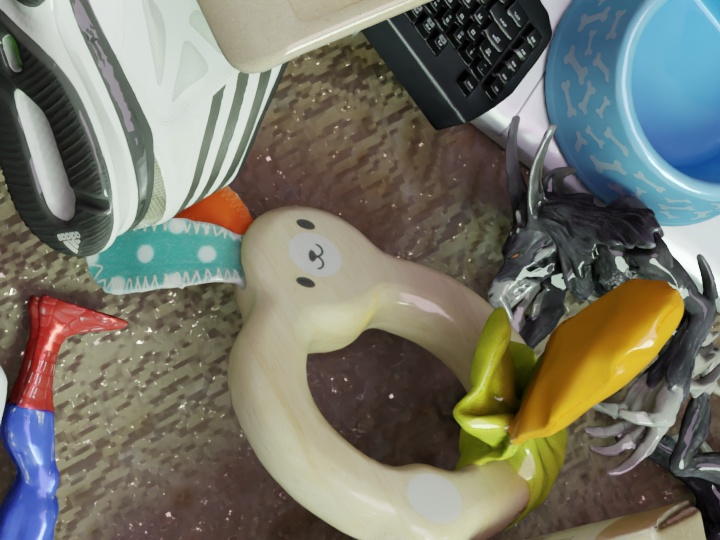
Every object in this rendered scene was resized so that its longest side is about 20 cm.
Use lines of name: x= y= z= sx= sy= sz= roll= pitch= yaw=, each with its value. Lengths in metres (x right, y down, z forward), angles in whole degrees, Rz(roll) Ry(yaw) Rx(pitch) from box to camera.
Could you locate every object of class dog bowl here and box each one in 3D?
dog bowl: x=0.166 y=-0.104 z=1.104 sx=0.200 sy=0.050 sz=0.112 roll=-44 pitch=104 yaw=-13

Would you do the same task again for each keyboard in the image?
keyboard: x=0.002 y=-0.139 z=1.030 sx=0.200 sy=0.040 sz=0.104 roll=51 pitch=59 yaw=-20

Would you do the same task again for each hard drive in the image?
hard drive: x=0.152 y=-0.063 z=1.141 sx=0.200 sy=0.027 sz=0.132 roll=36 pitch=81 yaw=-17

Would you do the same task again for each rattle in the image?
rattle: x=0.000 y=0.000 z=0.994 sx=0.130 sy=0.143 sz=0.200 roll=-32 pitch=73 yaw=-24

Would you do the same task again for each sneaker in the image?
sneaker: x=-0.093 y=-0.115 z=1.013 sx=0.115 sy=0.076 sz=0.201 roll=-24 pitch=105 yaw=-43

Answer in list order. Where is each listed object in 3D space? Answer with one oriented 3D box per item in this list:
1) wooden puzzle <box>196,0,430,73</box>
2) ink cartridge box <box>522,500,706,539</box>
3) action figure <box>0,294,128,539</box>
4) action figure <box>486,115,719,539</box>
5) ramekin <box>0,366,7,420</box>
wooden puzzle: x=0.010 y=-0.188 z=0.969 sx=0.200 sy=0.037 sz=0.185 roll=-24 pitch=79 yaw=-6
ink cartridge box: x=0.043 y=0.189 z=1.010 sx=0.200 sy=0.075 sz=0.165 roll=-16 pitch=87 yaw=19
action figure: x=-0.106 y=0.119 z=1.040 sx=0.099 sy=0.065 sz=0.200 roll=18 pitch=86 yaw=-9
action figure: x=0.102 y=0.039 z=1.084 sx=0.102 sy=0.119 sz=0.200 roll=-45 pitch=110 yaw=-17
ramekin: x=-0.218 y=0.048 z=0.936 sx=0.200 sy=0.200 sz=0.098 roll=24 pitch=77 yaw=-18
